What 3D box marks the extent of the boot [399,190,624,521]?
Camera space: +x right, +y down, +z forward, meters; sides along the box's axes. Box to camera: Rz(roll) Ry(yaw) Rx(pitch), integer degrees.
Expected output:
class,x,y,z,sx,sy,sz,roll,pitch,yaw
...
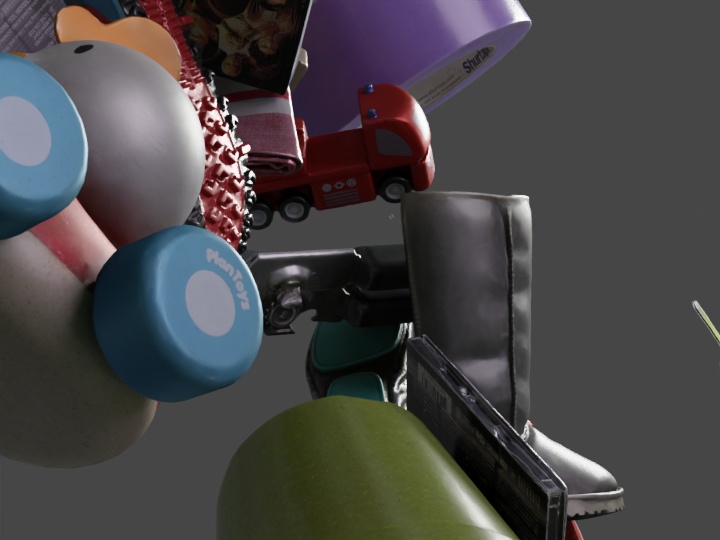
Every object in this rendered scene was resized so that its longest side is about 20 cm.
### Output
class,x,y,z,sx,sy,sz,roll,pitch,yaw
boot,0.093,0.055,1.072,0.182,0.072,0.201,10,71,-48

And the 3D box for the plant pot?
class,x,y,z,sx,sy,sz,roll,pitch,yaw
plant pot,0.006,0.160,0.821,0.200,0.200,0.190,44,10,-29

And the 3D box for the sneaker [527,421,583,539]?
class,x,y,z,sx,sy,sz,roll,pitch,yaw
sneaker,0.118,0.157,1.198,0.115,0.078,0.200,6,54,-63

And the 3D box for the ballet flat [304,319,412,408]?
class,x,y,z,sx,sy,sz,roll,pitch,yaw
ballet flat,0.001,0.080,1.089,0.072,0.072,0.200,48,22,-21

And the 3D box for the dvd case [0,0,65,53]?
class,x,y,z,sx,sy,sz,roll,pitch,yaw
dvd case,-0.170,-0.059,0.783,0.200,0.016,0.149,55,54,-33

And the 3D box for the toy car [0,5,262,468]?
class,x,y,z,sx,sy,sz,roll,pitch,yaw
toy car,-0.131,-0.042,0.697,0.177,0.184,0.200,44,44,-27

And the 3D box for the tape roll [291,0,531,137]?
class,x,y,z,sx,sy,sz,roll,pitch,yaw
tape roll,0.021,-0.162,1.290,0.085,0.200,0.200,58,20,4

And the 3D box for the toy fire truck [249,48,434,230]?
class,x,y,z,sx,sy,sz,roll,pitch,yaw
toy fire truck,-0.060,-0.097,1.088,0.049,0.199,0.141,-96,174,-52

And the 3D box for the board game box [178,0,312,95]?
class,x,y,z,sx,sy,sz,roll,pitch,yaw
board game box,-0.121,-0.180,0.956,0.199,0.136,0.035,16,50,-2

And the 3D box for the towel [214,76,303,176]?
class,x,y,z,sx,sy,sz,roll,pitch,yaw
towel,-0.116,-0.135,1.026,0.023,0.144,0.200,103,-18,-52

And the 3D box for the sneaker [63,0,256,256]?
class,x,y,z,sx,sy,sz,roll,pitch,yaw
sneaker,-0.124,-0.081,0.934,0.079,0.095,0.201,-17,87,-62

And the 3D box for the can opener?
class,x,y,z,sx,sy,sz,roll,pitch,yaw
can opener,0.000,0.000,1.090,0.200,0.053,0.067,-4,35,-33

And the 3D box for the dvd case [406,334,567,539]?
class,x,y,z,sx,sy,sz,roll,pitch,yaw
dvd case,0.062,0.154,0.916,0.149,0.016,0.201,-133,-144,-51
